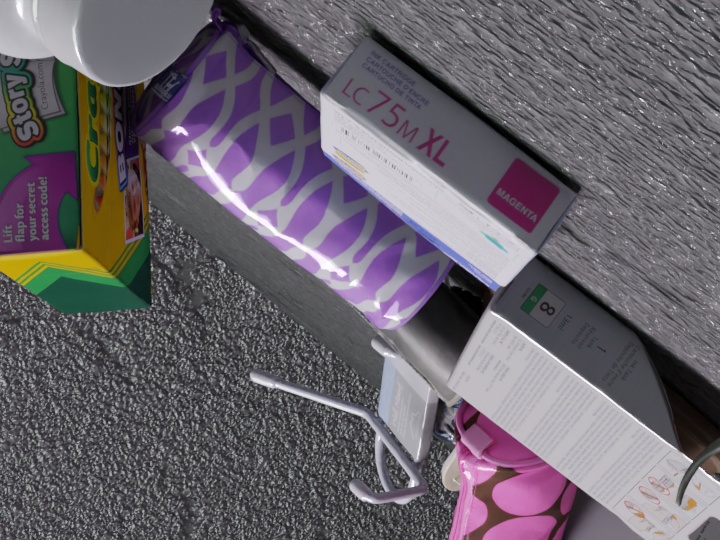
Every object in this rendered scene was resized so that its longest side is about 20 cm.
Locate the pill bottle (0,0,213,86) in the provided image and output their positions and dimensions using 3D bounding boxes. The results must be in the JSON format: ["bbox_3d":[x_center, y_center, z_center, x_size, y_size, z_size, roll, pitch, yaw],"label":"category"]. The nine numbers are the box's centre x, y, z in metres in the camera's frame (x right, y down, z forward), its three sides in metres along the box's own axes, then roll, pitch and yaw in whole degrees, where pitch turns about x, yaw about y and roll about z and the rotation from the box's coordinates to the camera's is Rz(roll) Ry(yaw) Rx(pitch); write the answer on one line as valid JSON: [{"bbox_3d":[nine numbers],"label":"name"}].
[{"bbox_3d":[-0.157,-0.160,1.061,0.200,0.111,0.111,35,175,30],"label":"pill bottle"}]

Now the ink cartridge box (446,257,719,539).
[{"bbox_3d":[0.149,0.088,1.397,0.200,0.050,0.161,36,161,5],"label":"ink cartridge box"}]

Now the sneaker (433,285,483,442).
[{"bbox_3d":[0.089,0.085,1.671,0.077,0.086,0.200,-1,-152,-35],"label":"sneaker"}]

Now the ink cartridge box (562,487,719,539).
[{"bbox_3d":[0.239,0.199,1.624,0.199,0.085,0.146,30,-179,-30],"label":"ink cartridge box"}]

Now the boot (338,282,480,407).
[{"bbox_3d":[0.002,-0.001,1.506,0.200,0.072,0.182,53,-169,6],"label":"boot"}]

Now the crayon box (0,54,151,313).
[{"bbox_3d":[-0.155,-0.090,1.295,0.058,0.201,0.173,-4,170,5],"label":"crayon box"}]

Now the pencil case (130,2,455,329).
[{"bbox_3d":[-0.031,-0.055,1.322,0.200,0.086,0.084,39,-175,-18],"label":"pencil case"}]

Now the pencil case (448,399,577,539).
[{"bbox_3d":[0.089,0.153,1.562,0.201,0.093,0.091,96,153,-45],"label":"pencil case"}]

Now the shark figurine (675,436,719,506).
[{"bbox_3d":[0.233,0.118,1.226,0.089,0.129,0.215,6,141,28],"label":"shark figurine"}]

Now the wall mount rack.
[{"bbox_3d":[-0.004,0.061,1.678,0.074,0.201,0.174,-7,-148,-27],"label":"wall mount rack"}]

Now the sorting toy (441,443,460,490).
[{"bbox_3d":[0.151,0.179,2.016,0.200,0.107,0.180,35,-179,26],"label":"sorting toy"}]

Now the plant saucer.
[{"bbox_3d":[0.149,0.069,1.525,0.200,0.030,0.200,38,176,3],"label":"plant saucer"}]

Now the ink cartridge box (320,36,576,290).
[{"bbox_3d":[0.037,-0.046,1.161,0.119,0.042,0.200,37,173,3],"label":"ink cartridge box"}]
